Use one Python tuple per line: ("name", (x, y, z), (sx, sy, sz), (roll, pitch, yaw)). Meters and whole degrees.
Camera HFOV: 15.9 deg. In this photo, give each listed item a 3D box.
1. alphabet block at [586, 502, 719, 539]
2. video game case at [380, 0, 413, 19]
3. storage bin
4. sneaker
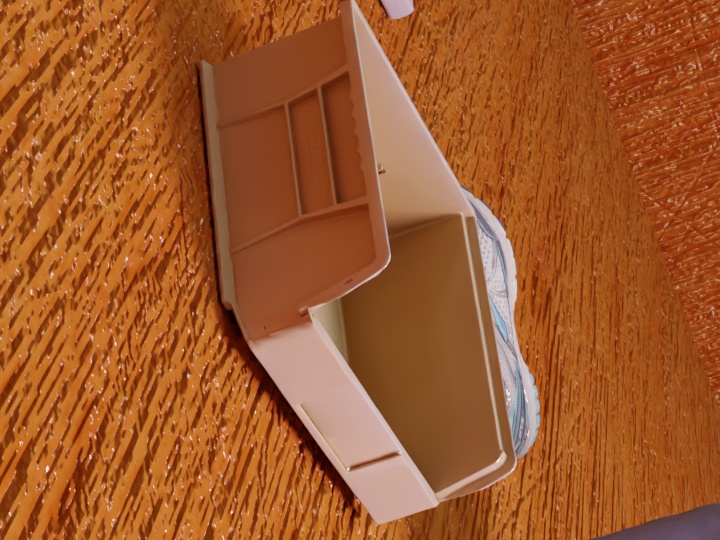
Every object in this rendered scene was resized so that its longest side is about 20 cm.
("alphabet block", (0.173, 0.272, 1.528), (0.200, 0.194, 0.197), (46, 30, -64))
("video game case", (-0.008, -0.320, 1.962), (0.182, 0.023, 0.201), (59, 18, -46))
("storage bin", (0.000, 0.000, 1.389), (0.200, 0.093, 0.199), (58, 18, -49))
("sneaker", (0.067, 0.035, 1.671), (0.086, 0.077, 0.201), (-40, 111, -73))
